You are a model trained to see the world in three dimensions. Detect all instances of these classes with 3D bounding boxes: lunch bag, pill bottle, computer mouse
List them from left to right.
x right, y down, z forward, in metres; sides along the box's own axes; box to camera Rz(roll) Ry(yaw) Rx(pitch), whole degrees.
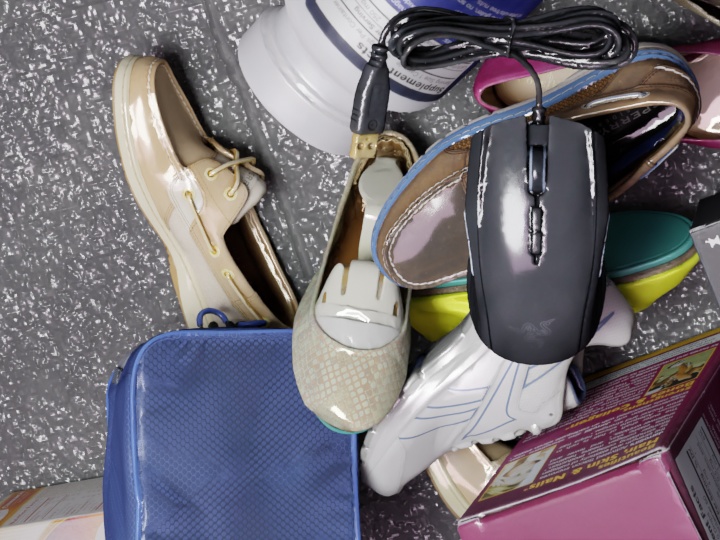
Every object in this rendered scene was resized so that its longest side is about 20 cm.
[{"bbox_3d":[-0.079,0.119,1.503,0.136,0.132,0.200,2,79,-14],"label":"lunch bag"},{"bbox_3d":[0.030,-0.160,1.434,0.116,0.116,0.200,47,118,0],"label":"pill bottle"},{"bbox_3d":[0.062,-0.038,1.320,0.140,0.046,0.200,6,114,1],"label":"computer mouse"}]

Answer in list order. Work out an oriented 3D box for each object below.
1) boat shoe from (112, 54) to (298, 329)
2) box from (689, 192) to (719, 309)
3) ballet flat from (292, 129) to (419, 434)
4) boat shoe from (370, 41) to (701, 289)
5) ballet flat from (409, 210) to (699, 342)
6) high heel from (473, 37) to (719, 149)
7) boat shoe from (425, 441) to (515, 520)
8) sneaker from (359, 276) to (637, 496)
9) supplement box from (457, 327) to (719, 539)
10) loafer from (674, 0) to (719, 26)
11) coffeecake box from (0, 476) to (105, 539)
[{"bbox_3d":[-0.087,-0.041,1.552,0.069,0.074,0.200,-11,114,22],"label":"boat shoe"},{"bbox_3d":[0.281,0.037,1.418,0.141,0.079,0.200,-20,101,14],"label":"box"},{"bbox_3d":[0.000,0.000,1.459,0.067,0.200,0.062,6,137,2],"label":"ballet flat"},{"bbox_3d":[0.089,-0.050,1.379,0.200,0.072,0.072,-36,107,13],"label":"boat shoe"},{"bbox_3d":[0.112,0.010,1.501,0.200,0.067,0.067,-7,127,26],"label":"ballet flat"},{"bbox_3d":[0.163,-0.094,1.416,0.200,0.096,0.067,15,113,16],"label":"high heel"},{"bbox_3d":[0.095,0.134,1.545,0.065,0.072,0.200,-33,93,15],"label":"boat shoe"},{"bbox_3d":[0.072,0.066,1.456,0.087,0.075,0.200,41,120,-3],"label":"sneaker"},{"bbox_3d":[0.157,0.123,1.439,0.131,0.200,0.103,-22,100,27],"label":"supplement box"},{"bbox_3d":[0.230,-0.146,1.387,0.200,0.067,0.076,17,114,15],"label":"loafer"},{"bbox_3d":[-0.133,0.210,1.657,0.200,0.073,0.154,-12,105,25],"label":"coffeecake box"}]
